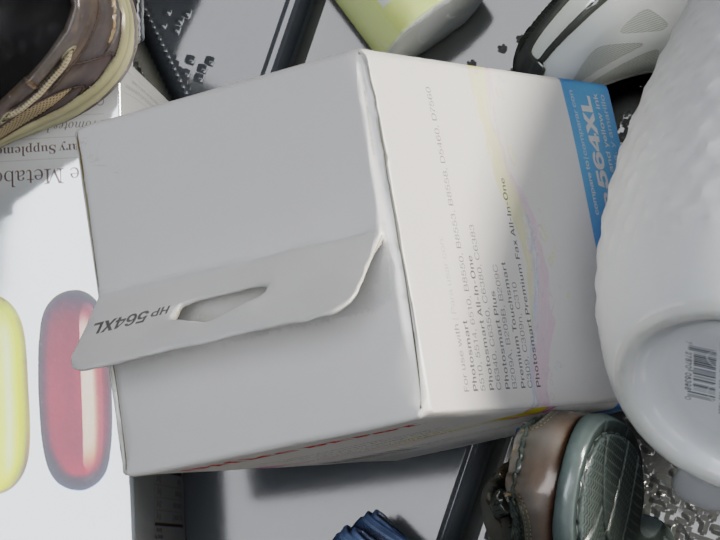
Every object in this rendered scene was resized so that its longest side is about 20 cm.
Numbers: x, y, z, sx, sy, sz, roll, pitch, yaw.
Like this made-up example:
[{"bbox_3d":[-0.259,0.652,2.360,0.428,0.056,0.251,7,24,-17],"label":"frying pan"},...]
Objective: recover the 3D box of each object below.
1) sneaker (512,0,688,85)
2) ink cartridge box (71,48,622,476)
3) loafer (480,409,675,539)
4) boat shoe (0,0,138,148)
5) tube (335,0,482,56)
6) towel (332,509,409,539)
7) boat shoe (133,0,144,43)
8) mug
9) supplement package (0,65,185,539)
[{"bbox_3d":[0.164,-0.094,1.031,0.200,0.076,0.116,-31,80,-1],"label":"sneaker"},{"bbox_3d":[0.000,0.000,0.959,0.128,0.200,0.126,-14,81,31],"label":"ink cartridge box"},{"bbox_3d":[0.068,0.098,0.960,0.063,0.200,0.072,11,72,18],"label":"loafer"},{"bbox_3d":[-0.174,-0.055,0.952,0.200,0.073,0.075,-35,81,2],"label":"boat shoe"},{"bbox_3d":[-0.026,-0.174,1.076,0.052,0.058,0.200,-40,80,21],"label":"tube"},{"bbox_3d":[0.050,0.185,1.015,0.200,0.049,0.112,33,117,8],"label":"towel"},{"bbox_3d":[-0.092,-0.168,1.042,0.068,0.072,0.201,-11,116,-15],"label":"boat shoe"},{"bbox_3d":[0.152,0.002,0.946,0.147,0.200,0.176,22,49,8],"label":"mug"},{"bbox_3d":[-0.130,0.028,1.031,0.113,0.110,0.201,-4,83,6],"label":"supplement package"}]
